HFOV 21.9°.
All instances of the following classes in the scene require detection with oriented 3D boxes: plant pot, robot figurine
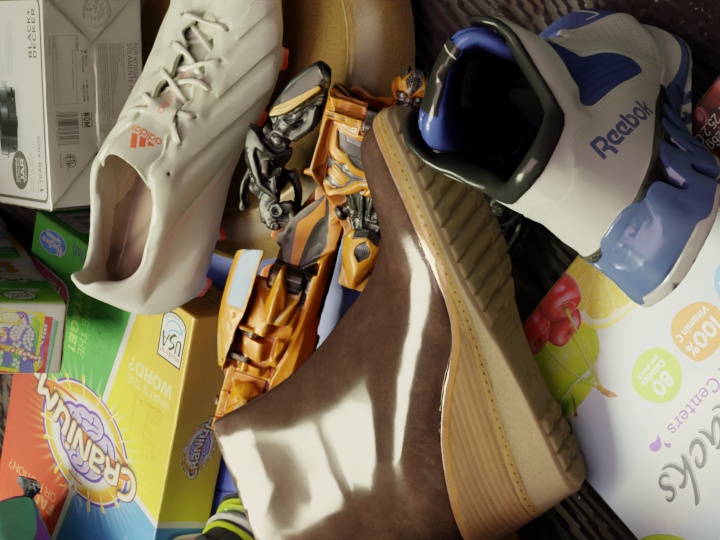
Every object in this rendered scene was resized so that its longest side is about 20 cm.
[{"bbox_3d":[-0.060,-0.107,0.968,0.198,0.027,0.203,-4,84,36],"label":"plant pot"},{"bbox_3d":[0.000,0.000,0.903,0.143,0.058,0.202,17,109,1],"label":"robot figurine"}]

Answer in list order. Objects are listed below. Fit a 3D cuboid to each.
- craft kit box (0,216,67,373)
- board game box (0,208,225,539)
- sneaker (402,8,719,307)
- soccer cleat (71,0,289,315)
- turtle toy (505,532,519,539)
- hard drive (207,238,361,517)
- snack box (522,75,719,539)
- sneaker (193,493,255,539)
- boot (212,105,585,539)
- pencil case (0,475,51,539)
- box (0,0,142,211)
[{"bbox_3d":[-0.279,0.006,1.019,0.197,0.198,0.049,-146,60,-64],"label":"craft kit box"},{"bbox_3d":[-0.139,0.085,1.049,0.152,0.040,0.202,29,116,40],"label":"board game box"},{"bbox_3d":[0.078,-0.074,0.781,0.114,0.200,0.081,28,113,-16],"label":"sneaker"},{"bbox_3d":[-0.089,-0.075,0.924,0.069,0.077,0.202,20,98,35],"label":"soccer cleat"},{"bbox_3d":[0.019,0.220,0.934,0.199,0.101,0.147,-23,83,36],"label":"turtle toy"},{"bbox_3d":[-0.033,0.038,0.992,0.131,0.025,0.202,0,97,37],"label":"hard drive"},{"bbox_3d":[0.177,0.030,0.810,0.169,0.067,0.201,50,123,21],"label":"snack box"},{"bbox_3d":[-0.080,0.224,1.012,0.073,0.081,0.202,15,117,35],"label":"sneaker"},{"bbox_3d":[-0.004,0.044,0.852,0.165,0.072,0.202,-22,91,25],"label":"boot"},{"bbox_3d":[-0.168,0.219,1.011,0.085,0.092,0.201,-37,73,15],"label":"pencil case"},{"bbox_3d":[-0.197,-0.099,1.040,0.199,0.060,0.118,8,102,52],"label":"box"}]
